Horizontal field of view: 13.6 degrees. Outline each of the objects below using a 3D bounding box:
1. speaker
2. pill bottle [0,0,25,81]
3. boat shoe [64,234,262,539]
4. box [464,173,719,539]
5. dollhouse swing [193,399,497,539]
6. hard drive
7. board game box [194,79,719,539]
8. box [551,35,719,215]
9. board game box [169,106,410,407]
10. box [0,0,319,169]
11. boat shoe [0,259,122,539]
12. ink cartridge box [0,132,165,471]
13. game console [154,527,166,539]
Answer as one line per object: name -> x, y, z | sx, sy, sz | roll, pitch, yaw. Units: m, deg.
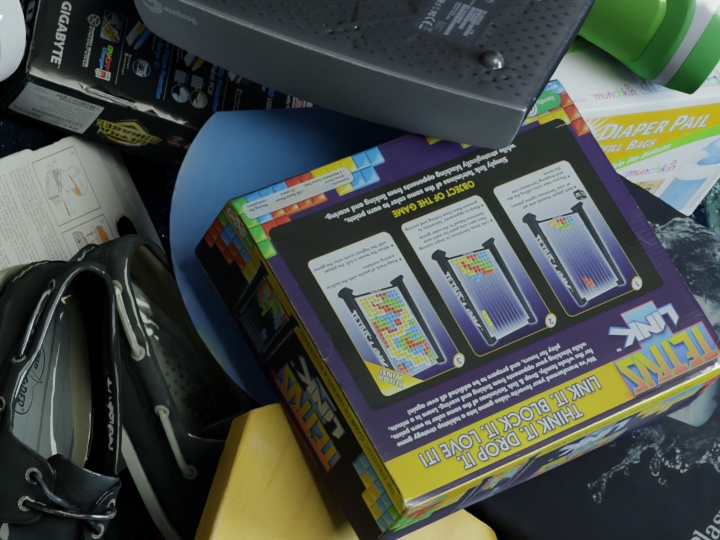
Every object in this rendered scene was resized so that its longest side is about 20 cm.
speaker -> 0.104, -0.173, 1.543 | 0.200, 0.089, 0.089 | 31, 55, -1
pill bottle -> -0.245, -0.084, 1.341 | 0.200, 0.104, 0.105 | -32, 98, -41
boat shoe -> -0.076, 0.073, 1.423 | 0.200, 0.060, 0.076 | 53, 38, -17
box -> 0.144, 0.091, 1.498 | 0.200, 0.118, 0.197 | 32, 66, 14
dollhouse swing -> -0.048, 0.194, 1.387 | 0.200, 0.182, 0.176 | 35, 37, -24
hard drive -> 0.002, -0.125, 1.433 | 0.199, 0.042, 0.135 | 19, 40, 11
board game box -> 0.049, 0.017, 1.395 | 0.199, 0.057, 0.166 | -21, 74, -31
box -> 0.114, -0.092, 1.624 | 0.199, 0.113, 0.102 | -10, 56, -41
board game box -> 0.000, 0.000, 1.453 | 0.199, 0.039, 0.159 | -4, 70, -21
box -> -0.086, -0.152, 1.510 | 0.158, 0.046, 0.201 | 17, 63, -20
boat shoe -> -0.135, 0.086, 1.327 | 0.074, 0.066, 0.200 | 28, 57, -38
ink cartridge box -> -0.157, 0.027, 1.435 | 0.200, 0.050, 0.161 | -30, 97, -60
game console -> -0.039, 0.208, 1.477 | 0.177, 0.031, 0.201 | 27, 61, -32
